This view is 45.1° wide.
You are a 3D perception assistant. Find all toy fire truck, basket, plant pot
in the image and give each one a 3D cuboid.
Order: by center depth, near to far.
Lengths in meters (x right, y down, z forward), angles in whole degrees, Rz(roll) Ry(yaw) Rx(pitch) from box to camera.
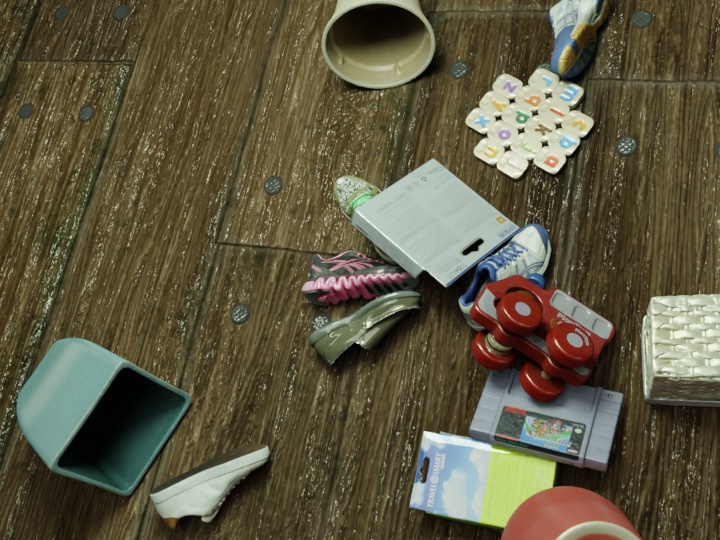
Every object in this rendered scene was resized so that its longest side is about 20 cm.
[{"bbox_3d":[0.288,0.384,1.113,0.200,0.177,0.201,0,80,2],"label":"plant pot"},{"bbox_3d":[0.499,0.112,1.215,0.200,0.123,0.136,-2,67,18],"label":"basket"},{"bbox_3d":[0.266,0.081,1.282,0.200,0.112,0.168,33,44,9],"label":"toy fire truck"},{"bbox_3d":[-0.445,0.222,1.434,0.200,0.196,0.196,25,78,34],"label":"plant pot"},{"bbox_3d":[0.033,-0.467,1.574,0.200,0.200,0.184,-8,55,14],"label":"plant pot"}]

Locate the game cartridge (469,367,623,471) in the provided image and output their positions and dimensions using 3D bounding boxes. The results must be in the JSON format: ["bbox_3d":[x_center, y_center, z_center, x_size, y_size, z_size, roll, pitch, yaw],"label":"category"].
[{"bbox_3d":[0.272,0.213,1.271,0.200,0.038,0.130,11,45,21],"label":"game cartridge"}]

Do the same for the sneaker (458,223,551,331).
[{"bbox_3d":[0.228,0.002,1.358,0.075,0.088,0.200,23,75,41],"label":"sneaker"}]

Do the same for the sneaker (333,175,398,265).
[{"bbox_3d":[0.018,-0.102,1.471,0.077,0.089,0.200,-41,63,-1],"label":"sneaker"}]

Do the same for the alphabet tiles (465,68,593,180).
[{"bbox_3d":[0.288,-0.252,1.490,0.196,0.015,0.200,35,82,26],"label":"alphabet tiles"}]

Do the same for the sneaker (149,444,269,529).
[{"bbox_3d":[-0.228,0.347,1.389,0.200,0.073,0.085,-25,94,0],"label":"sneaker"}]

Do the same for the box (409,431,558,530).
[{"bbox_3d":[0.182,0.312,1.274,0.200,0.048,0.122,6,71,18],"label":"box"}]

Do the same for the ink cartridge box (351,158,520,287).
[{"bbox_3d":[0.122,-0.072,1.401,0.196,0.043,0.200,-34,67,-32],"label":"ink cartridge box"}]

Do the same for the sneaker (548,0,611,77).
[{"bbox_3d":[0.363,-0.417,1.503,0.088,0.075,0.200,15,67,34],"label":"sneaker"}]

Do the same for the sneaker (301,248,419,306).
[{"bbox_3d":[0.000,0.000,1.451,0.200,0.079,0.095,-4,56,14],"label":"sneaker"}]

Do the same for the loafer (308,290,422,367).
[{"bbox_3d":[0.016,0.096,1.408,0.200,0.075,0.070,-27,75,10],"label":"loafer"}]
